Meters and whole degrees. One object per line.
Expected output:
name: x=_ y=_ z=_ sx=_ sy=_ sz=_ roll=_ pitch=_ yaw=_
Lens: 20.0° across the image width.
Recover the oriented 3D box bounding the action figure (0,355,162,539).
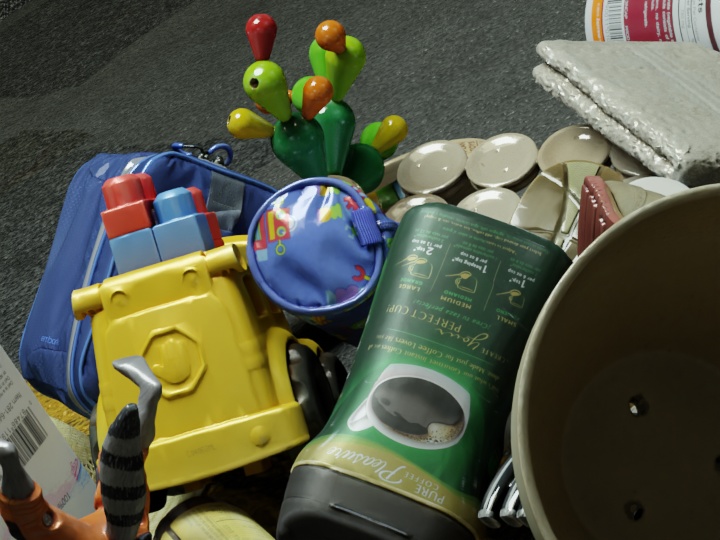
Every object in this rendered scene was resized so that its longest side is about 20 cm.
action figure: x=-0.145 y=0.163 z=1.020 sx=0.104 sy=0.194 sz=0.200 roll=-2 pitch=17 yaw=31

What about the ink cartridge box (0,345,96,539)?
ink cartridge box: x=-0.211 y=0.155 z=1.113 sx=0.084 sy=0.200 sz=0.145 roll=-20 pitch=21 yaw=32

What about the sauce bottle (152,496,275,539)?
sauce bottle: x=-0.056 y=0.173 z=1.055 sx=0.065 sy=0.065 sz=0.200 roll=-33 pitch=21 yaw=-11

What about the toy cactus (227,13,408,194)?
toy cactus: x=-0.029 y=-0.074 z=1.319 sx=0.102 sy=0.166 sz=0.200 roll=-7 pitch=-13 yaw=12

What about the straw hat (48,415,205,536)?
straw hat: x=-0.197 y=0.139 z=1.298 sx=0.200 sy=0.085 sz=0.201 roll=-26 pitch=20 yaw=10

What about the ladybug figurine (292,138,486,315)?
ladybug figurine: x=0.021 y=-0.024 z=1.419 sx=0.199 sy=0.072 sz=0.136 roll=-26 pitch=21 yaw=9

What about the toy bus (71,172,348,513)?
toy bus: x=-0.094 y=0.034 z=1.202 sx=0.135 sy=0.193 sz=0.200 roll=-18 pitch=-3 yaw=9

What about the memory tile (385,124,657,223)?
memory tile: x=0.106 y=-0.033 z=1.300 sx=0.199 sy=0.017 sz=0.154 roll=-4 pitch=47 yaw=23

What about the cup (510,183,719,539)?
cup: x=0.150 y=0.075 z=0.876 sx=0.200 sy=0.201 sz=0.143 roll=-33 pitch=-4 yaw=-12

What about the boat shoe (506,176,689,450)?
boat shoe: x=0.125 y=0.033 z=1.147 sx=0.072 sy=0.069 sz=0.200 roll=22 pitch=59 yaw=22

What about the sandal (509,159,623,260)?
sandal: x=0.095 y=0.021 z=1.217 sx=0.080 sy=0.054 sz=0.200 roll=27 pitch=67 yaw=25

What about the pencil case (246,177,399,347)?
pencil case: x=0.000 y=0.000 z=1.185 sx=0.087 sy=0.078 sz=0.200 roll=-26 pitch=-14 yaw=9

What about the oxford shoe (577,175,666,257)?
oxford shoe: x=0.156 y=-0.004 z=1.043 sx=0.074 sy=0.071 sz=0.200 roll=-3 pitch=17 yaw=-6

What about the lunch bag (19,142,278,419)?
lunch bag: x=-0.125 y=0.010 z=1.352 sx=0.132 sy=0.135 sz=0.201 roll=7 pitch=80 yaw=59

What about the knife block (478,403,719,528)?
knife block: x=0.134 y=0.073 z=1.043 sx=0.175 sy=0.064 sz=0.200 roll=-27 pitch=20 yaw=2

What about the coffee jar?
coffee jar: x=0.034 y=0.072 z=1.044 sx=0.104 sy=0.085 sz=0.201 roll=20 pitch=65 yaw=10

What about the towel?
towel: x=0.203 y=-0.097 z=1.270 sx=0.132 sy=0.035 sz=0.200 roll=-3 pitch=27 yaw=-23

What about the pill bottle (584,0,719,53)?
pill bottle: x=0.259 y=-0.178 z=1.416 sx=0.113 sy=0.113 sz=0.200 roll=-39 pitch=23 yaw=-27
